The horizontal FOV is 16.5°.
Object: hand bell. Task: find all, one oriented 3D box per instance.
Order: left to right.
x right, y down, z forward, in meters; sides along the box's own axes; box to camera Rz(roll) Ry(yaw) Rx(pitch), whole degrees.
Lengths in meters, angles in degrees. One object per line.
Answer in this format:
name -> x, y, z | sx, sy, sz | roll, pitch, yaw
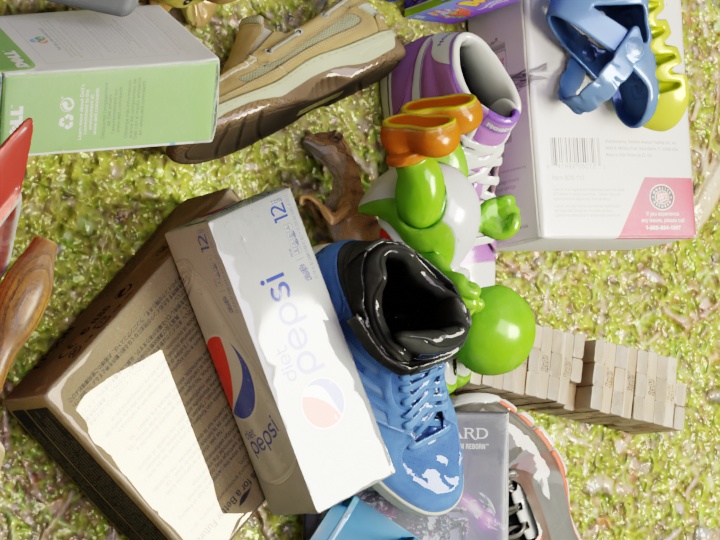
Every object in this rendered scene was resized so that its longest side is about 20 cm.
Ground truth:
hand bell -> -0.235, 0.071, 1.550 | 0.104, 0.104, 0.201 | 29, 70, -25

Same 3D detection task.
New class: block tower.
block tower -> 0.144, 0.075, 1.799 | 0.199, 0.058, 0.054 | 15, 74, -34

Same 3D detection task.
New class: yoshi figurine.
yoshi figurine -> 0.072, -0.012, 1.673 | 0.112, 0.112, 0.201 | -12, 108, -20

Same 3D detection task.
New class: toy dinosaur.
toy dinosaur -> 0.000, 0.000, 1.725 | 0.106, 0.060, 0.201 | -23, 96, -32

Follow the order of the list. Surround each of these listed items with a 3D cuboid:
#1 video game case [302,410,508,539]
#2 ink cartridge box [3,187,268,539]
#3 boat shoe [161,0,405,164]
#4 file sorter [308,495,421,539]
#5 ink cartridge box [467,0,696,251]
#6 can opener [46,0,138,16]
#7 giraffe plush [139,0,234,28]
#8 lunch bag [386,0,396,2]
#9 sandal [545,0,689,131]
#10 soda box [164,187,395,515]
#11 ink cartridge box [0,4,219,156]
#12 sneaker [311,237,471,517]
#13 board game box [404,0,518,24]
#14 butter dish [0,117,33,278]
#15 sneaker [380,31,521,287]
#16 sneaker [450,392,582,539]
video game case -> 0.031, 0.197, 1.706 | 0.142, 0.019, 0.202 | 1, 83, -1
ink cartridge box -> -0.110, 0.073, 1.641 | 0.165, 0.075, 0.200 | 50, 61, -18
boat shoe -> -0.065, -0.138, 1.705 | 0.199, 0.072, 0.076 | -26, 81, -35
file sorter -> 0.036, 0.255, 1.627 | 0.199, 0.123, 0.139 | 34, 83, 0
ink cartridge box -> 0.162, -0.118, 1.822 | 0.146, 0.083, 0.202 | 0, 84, -31
can opener -> -0.241, -0.183, 1.582 | 0.199, 0.053, 0.067 | 11, 110, -8
giraffe plush -> -0.103, -0.247, 1.643 | 0.172, 0.200, 0.163 | 28, 89, -20
lunch bag -> 0.037, -0.306, 1.729 | 0.094, 0.150, 0.201 | 13, 78, -29
sandal -> 0.167, -0.189, 1.743 | 0.087, 0.079, 0.201 | -16, 90, -28
soda box -> -0.052, 0.054, 1.598 | 0.068, 0.063, 0.201 | -25, 97, -31
ink cartridge box -> -0.201, -0.120, 1.580 | 0.199, 0.104, 0.060 | -6, 118, -26
sneaker -> 0.033, 0.071, 1.623 | 0.077, 0.111, 0.201 | -28, 100, -33
board game box -> 0.100, -0.258, 1.733 | 0.045, 0.200, 0.135 | 3, 82, -30
butter dish -> -0.302, -0.016, 1.495 | 0.147, 0.200, 0.200 | 34, 67, 2
sneaker -> 0.073, -0.068, 1.746 | 0.072, 0.114, 0.202 | -15, 93, -33
sneaker -> 0.114, 0.179, 1.745 | 0.201, 0.077, 0.082 | 59, 21, -12
